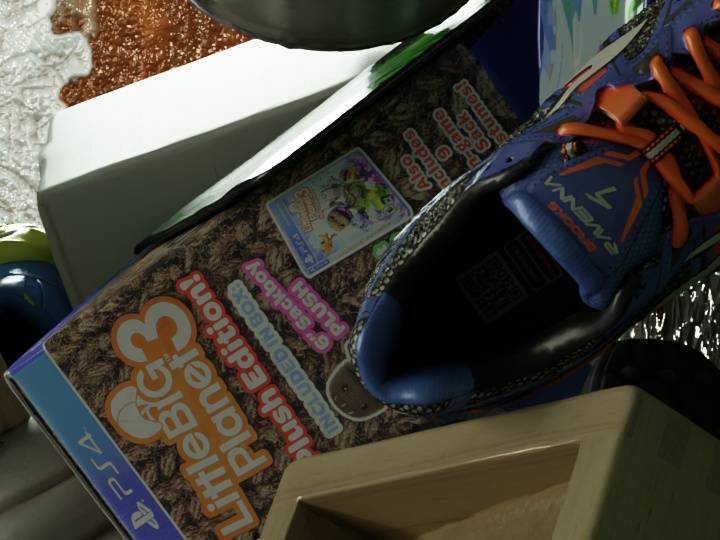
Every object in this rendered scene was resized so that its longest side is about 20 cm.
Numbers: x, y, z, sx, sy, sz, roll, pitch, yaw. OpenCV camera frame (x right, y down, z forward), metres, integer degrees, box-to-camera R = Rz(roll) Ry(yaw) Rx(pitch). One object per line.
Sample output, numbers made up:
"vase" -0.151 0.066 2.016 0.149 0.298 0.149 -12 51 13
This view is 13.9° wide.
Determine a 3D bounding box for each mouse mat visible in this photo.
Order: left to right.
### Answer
"mouse mat" 0.001 -0.064 1.017 0.008 0.161 0.200 54 162 -6

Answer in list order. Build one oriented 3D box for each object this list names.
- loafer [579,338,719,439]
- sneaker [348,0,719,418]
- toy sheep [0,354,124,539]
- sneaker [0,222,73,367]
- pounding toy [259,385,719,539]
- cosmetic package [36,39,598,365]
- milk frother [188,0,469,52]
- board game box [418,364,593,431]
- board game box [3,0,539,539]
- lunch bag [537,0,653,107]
"loafer" 0.095 0.109 0.894 0.071 0.068 0.201 110 160 -47
"sneaker" 0.072 -0.022 0.732 0.200 0.075 0.078 -45 -4 26
"toy sheep" -0.098 0.117 1.103 0.200 0.138 0.138 60 180 -8
"sneaker" -0.128 0.084 1.217 0.105 0.075 0.201 -105 -4 -77
"pounding toy" 0.059 0.149 0.756 0.200 0.142 0.185 -17 47 53
"cosmetic package" -0.014 -0.008 1.231 0.167 0.199 0.167 -103 -7 -75
"milk frother" -0.031 -0.208 0.919 0.188 0.180 0.201 98 180 -52
"board game box" 0.011 0.142 1.068 0.043 0.199 0.200 42 160 30
"board game box" 0.000 0.000 1.037 0.097 0.200 0.159 53 -162 -5
"lunch bag" 0.097 -0.114 0.834 0.161 0.082 0.201 -119 30 -71
